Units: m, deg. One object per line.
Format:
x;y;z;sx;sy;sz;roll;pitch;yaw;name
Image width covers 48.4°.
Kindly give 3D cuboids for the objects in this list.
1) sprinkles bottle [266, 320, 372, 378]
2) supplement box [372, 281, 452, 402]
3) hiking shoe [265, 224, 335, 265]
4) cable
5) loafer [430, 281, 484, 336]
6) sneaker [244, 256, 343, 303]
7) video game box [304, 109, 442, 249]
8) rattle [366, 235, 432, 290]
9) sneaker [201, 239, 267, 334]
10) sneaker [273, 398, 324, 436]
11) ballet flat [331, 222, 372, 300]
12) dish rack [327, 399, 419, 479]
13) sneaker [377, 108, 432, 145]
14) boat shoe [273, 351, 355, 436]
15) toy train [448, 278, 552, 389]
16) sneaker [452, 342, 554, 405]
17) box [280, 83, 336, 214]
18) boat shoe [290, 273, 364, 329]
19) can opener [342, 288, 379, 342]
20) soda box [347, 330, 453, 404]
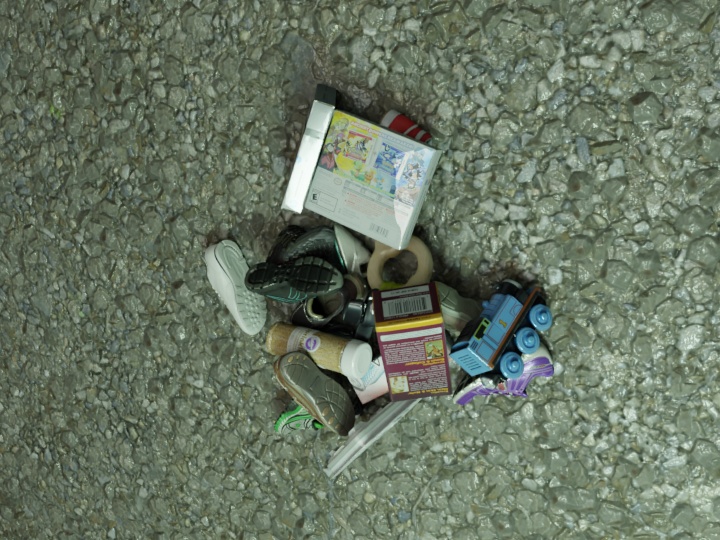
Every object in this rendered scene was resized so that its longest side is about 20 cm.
-0.078;0.146;1.490;0.199;0.068;0.068;11;108;30;sprinkles bottle
0.089;0.124;1.348;0.110;0.086;0.200;-8;133;4;supplement box
-0.122;-0.052;1.511;0.200;0.076;0.101;-31;52;41;hiking shoe
-0.045;0.197;1.589;0.163;0.051;0.200;-39;83;22;cable
0.179;0.087;1.414;0.200;0.072;0.063;32;133;-23;loafer
-0.113;0.021;1.466;0.199;0.079;0.076;2;64;29;sneaker
0.018;-0.158;1.383;0.200;0.047;0.183;26;109;19;video game box
0.088;-0.023;1.479;0.130;0.143;0.201;-34;53;33;rattle
-0.258;0.039;1.632;0.080;0.076;0.201;-22;90;39;sneaker
-0.112;0.293;1.592;0.085;0.078;0.200;41;146;4;sneaker
0.000;0.000;1.509;0.069;0.069;0.201;-10;104;26;ballet flat
0.023;0.290;1.475;0.044;0.200;0.172;47;139;10;dish rack
0.055;-0.173;1.427;0.112;0.071;0.200;33;112;17;sneaker
-0.085;0.227;1.481;0.200;0.076;0.072;53;146;-16;boat shoe
0.241;0.101;1.352;0.114;0.200;0.087;41;154;-9;toy train
0.254;0.201;1.435;0.200;0.081;0.084;-30;96;27;sneaker
-0.091;-0.221;1.434;0.041;0.156;0.201;16;113;-7;box
-0.076;0.066;1.503;0.200;0.065;0.072;-30;84;42;boat shoe
0.009;0.086;1.442;0.078;0.200;0.064;18;68;5;can opener
0.078;0.171;1.491;0.200;0.064;0.069;-29;91;14;soda box
